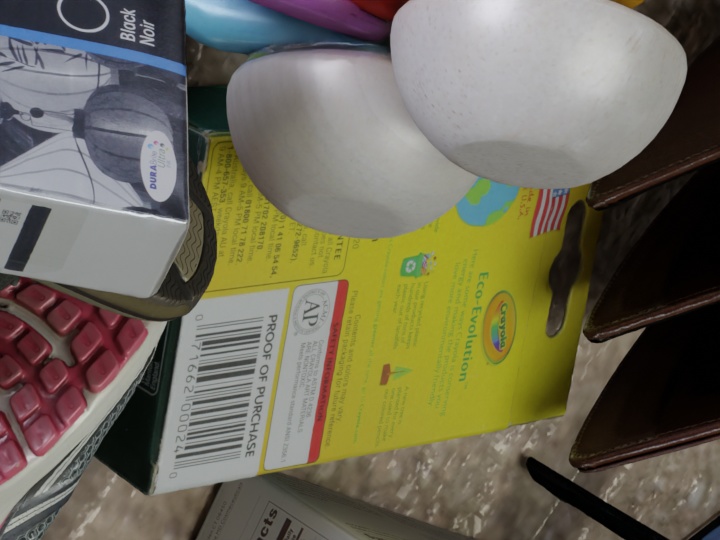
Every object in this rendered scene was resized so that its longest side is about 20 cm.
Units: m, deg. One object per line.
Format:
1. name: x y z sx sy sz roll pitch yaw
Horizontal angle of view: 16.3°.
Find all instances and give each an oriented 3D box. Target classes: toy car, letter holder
1. toy car: 0.006 -0.114 0.723 0.149 0.199 0.177 19 71 -33
2. letter holder: 0.141 -0.024 0.937 0.101 0.141 0.200 62 34 -12

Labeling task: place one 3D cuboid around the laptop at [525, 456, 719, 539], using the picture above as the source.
1. laptop: 0.200 0.107 1.030 0.200 0.177 0.104 35 85 -47

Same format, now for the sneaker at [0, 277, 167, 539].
1. sneaker: -0.128 0.066 0.777 0.200 0.080 0.075 -51 153 -2

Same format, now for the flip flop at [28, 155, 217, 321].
1. flip flop: -0.135 -0.030 0.674 0.198 0.081 0.058 14 135 -10

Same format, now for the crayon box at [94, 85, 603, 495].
1. crayon box: 0.000 0.000 0.876 0.199 0.051 0.128 -5 114 -41

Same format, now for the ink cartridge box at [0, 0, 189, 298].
1. ink cartridge box: -0.140 -0.058 0.621 0.198 0.100 0.039 9 142 -19

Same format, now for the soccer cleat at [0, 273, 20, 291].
1. soccer cleat: -0.170 -0.008 0.702 0.199 0.068 0.074 -24 119 -32

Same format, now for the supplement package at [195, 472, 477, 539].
1. supplement package: 0.017 0.181 0.941 0.199 0.111 0.157 23 94 -47
